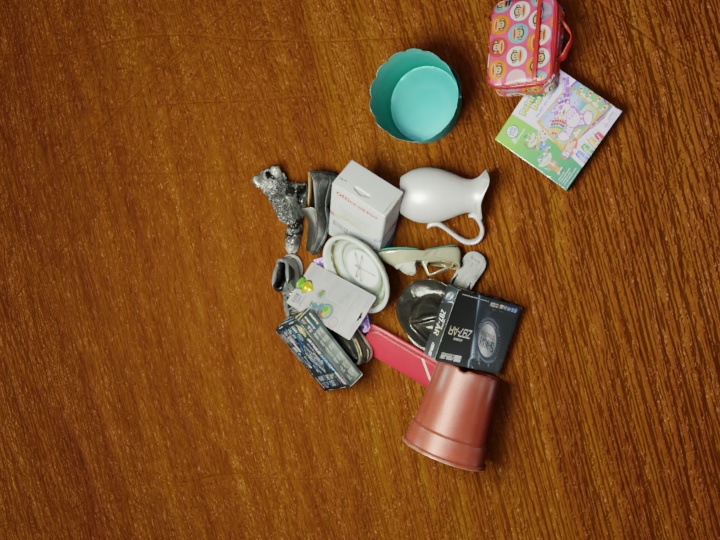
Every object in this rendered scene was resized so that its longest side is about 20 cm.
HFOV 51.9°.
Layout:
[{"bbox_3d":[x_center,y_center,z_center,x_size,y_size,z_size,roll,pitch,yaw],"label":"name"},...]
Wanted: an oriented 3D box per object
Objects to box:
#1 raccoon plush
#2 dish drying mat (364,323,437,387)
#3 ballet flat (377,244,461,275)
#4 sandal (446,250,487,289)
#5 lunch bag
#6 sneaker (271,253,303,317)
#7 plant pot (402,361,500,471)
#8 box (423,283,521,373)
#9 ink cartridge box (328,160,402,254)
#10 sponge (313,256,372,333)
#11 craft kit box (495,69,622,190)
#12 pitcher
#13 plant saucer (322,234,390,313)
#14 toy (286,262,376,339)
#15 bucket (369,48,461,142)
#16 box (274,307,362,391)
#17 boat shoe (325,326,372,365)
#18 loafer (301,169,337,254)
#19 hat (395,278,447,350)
[{"bbox_3d":[-0.207,-0.153,1.800,0.132,0.096,0.205,17,99,24],"label":"raccoon plush"},{"bbox_3d":[0.098,0.204,1.744,0.197,0.018,0.078,29,117,7],"label":"dish drying mat"},{"bbox_3d":[0.136,-0.020,1.669,0.195,0.069,0.071,-4,93,-9],"label":"ballet flat"},{"bbox_3d":[0.223,0.049,1.695,0.075,0.043,0.204,24,101,15],"label":"sandal"},{"bbox_3d":[0.363,-0.477,1.572,0.173,0.081,0.205,2,85,30],"label":"lunch bag"},{"bbox_3d":[-0.174,0.064,1.786,0.073,0.115,0.205,-13,89,18],"label":"sneaker"},{"bbox_3d":[0.214,0.312,1.647,0.197,0.200,0.199,18,91,16],"label":"plant pot"},{"bbox_3d":[0.248,0.130,1.620,0.043,0.197,0.163,28,100,56],"label":"box"},{"bbox_3d":[0.009,-0.129,1.669,0.143,0.201,0.085,33,63,13],"label":"ink cartridge box"},{"bbox_3d":[-0.041,0.057,1.788,0.109,0.030,0.205,-12,90,18],"label":"sponge"},{"bbox_3d":[0.428,-0.313,1.606,0.196,0.048,0.202,37,103,15],"label":"craft kit box"},{"bbox_3d":[0.186,-0.143,1.664,0.195,0.121,0.176,2,107,6],"label":"pitcher"},{"bbox_3d":[0.000,0.000,1.700,0.198,0.050,0.203,29,138,30],"label":"plant saucer"},{"bbox_3d":[-0.065,0.074,1.718,0.198,0.047,0.116,28,77,27],"label":"toy"},{"bbox_3d":[0.131,-0.381,1.648,0.202,0.135,0.213,1,95,17],"label":"bucket"},{"bbox_3d":[-0.101,0.190,1.734,0.046,0.158,0.201,-42,97,-28],"label":"box"},{"bbox_3d":[-0.050,0.137,1.744,0.072,0.060,0.202,-46,76,22],"label":"boat shoe"},{"bbox_3d":[-0.111,-0.141,1.764,0.072,0.071,0.205,10,92,60],"label":"loafer"},{"bbox_3d":[0.161,0.122,1.664,0.196,0.081,0.205,10,116,21],"label":"hat"}]
